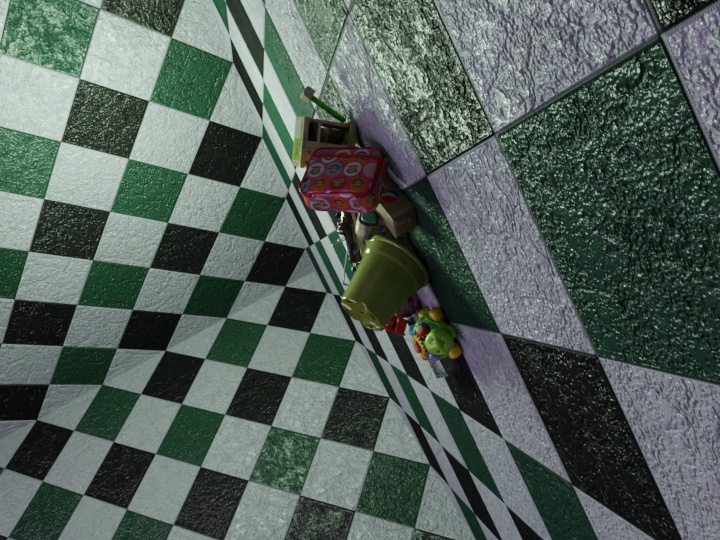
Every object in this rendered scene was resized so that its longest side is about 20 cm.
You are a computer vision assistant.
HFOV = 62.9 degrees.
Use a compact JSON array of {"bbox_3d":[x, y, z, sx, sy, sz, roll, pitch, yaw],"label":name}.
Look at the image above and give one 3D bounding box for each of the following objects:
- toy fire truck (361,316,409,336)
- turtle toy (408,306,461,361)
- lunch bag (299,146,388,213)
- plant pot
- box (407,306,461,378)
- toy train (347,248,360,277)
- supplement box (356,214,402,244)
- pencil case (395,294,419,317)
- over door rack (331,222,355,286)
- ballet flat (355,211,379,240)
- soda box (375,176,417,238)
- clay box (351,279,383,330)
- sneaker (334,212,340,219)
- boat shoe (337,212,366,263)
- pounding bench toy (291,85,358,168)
[{"bbox_3d":[0.071,0.150,1.748,0.139,0.050,0.200,18,175,2],"label":"toy fire truck"},{"bbox_3d":[0.194,0.181,1.566,0.148,0.100,0.200,63,163,-1],"label":"turtle toy"},{"bbox_3d":[-0.034,-0.227,1.405,0.082,0.196,0.179,63,-143,-52],"label":"lunch bag"},{"bbox_3d":[0.049,0.046,1.534,0.198,0.185,0.201,31,158,14],"label":"plant pot"},{"bbox_3d":[0.212,0.216,1.739,0.202,0.048,0.159,61,170,10],"label":"box"},{"bbox_3d":[0.000,0.000,1.669,0.034,0.046,0.203,18,-134,-41],"label":"toy train"},{"bbox_3d":[0.034,-0.137,1.670,0.128,0.073,0.200,67,170,-28],"label":"supplement box"},{"bbox_3d":[0.121,0.106,1.832,0.087,0.082,0.200,51,171,-2],"label":"pencil case"},{"bbox_3d":[-0.038,-0.065,1.821,0.148,0.065,0.204,-46,-45,-68],"label":"over door rack"},{"bbox_3d":[0.021,-0.140,1.508,0.201,0.069,0.072,-76,-32,-57],"label":"ballet flat"},{"bbox_3d":[0.063,-0.174,1.438,0.201,0.063,0.068,57,169,37],"label":"soda box"},{"bbox_3d":[0.063,0.096,2.035,0.203,0.113,0.048,64,171,-1],"label":"clay box"},{"bbox_3d":[-0.036,-0.176,1.909,0.202,0.086,0.074,62,171,7],"label":"sneaker"},{"bbox_3d":[-0.035,-0.118,1.649,0.073,0.064,0.203,110,140,-79],"label":"boat shoe"},{"bbox_3d":[-0.085,-0.363,1.530,0.124,0.153,0.204,-142,57,-69],"label":"pounding bench toy"}]
